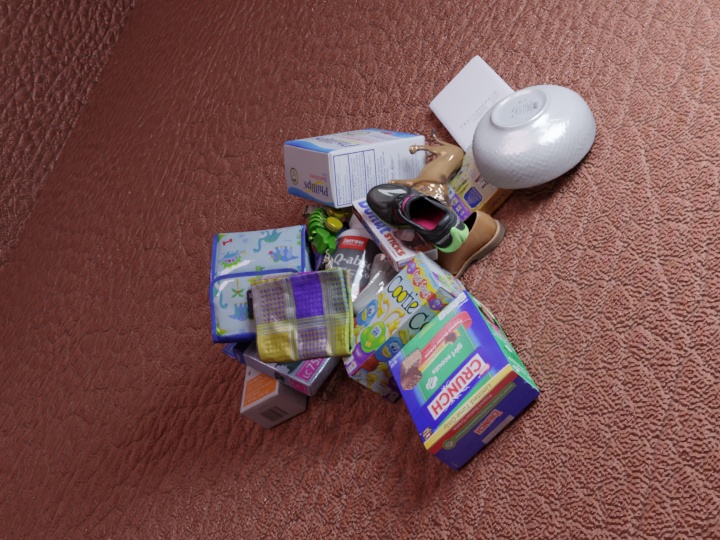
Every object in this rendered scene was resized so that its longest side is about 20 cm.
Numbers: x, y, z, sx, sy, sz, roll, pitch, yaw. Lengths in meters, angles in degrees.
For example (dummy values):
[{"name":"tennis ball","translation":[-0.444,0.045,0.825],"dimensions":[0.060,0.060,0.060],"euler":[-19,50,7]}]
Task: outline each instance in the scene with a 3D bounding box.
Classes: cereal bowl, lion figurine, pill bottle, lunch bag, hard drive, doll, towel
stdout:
[{"name":"cereal bowl","translation":[0.262,-0.224,1.577],"dimensions":[0.200,0.083,0.200],"euler":[-21,37,17]},{"name":"lion figurine","translation":[0.127,-0.162,1.700],"dimensions":[0.122,0.072,0.200],"euler":[8,61,38]},{"name":"pill bottle","translation":[0.000,0.000,1.729],"dimensions":[0.116,0.116,0.200],"euler":[-10,53,48]},{"name":"lunch bag","translation":[-0.167,0.031,1.729],"dimensions":[0.170,0.128,0.200],"euler":[-5,58,7]},{"name":"hard drive","translation":[0.206,-0.300,1.823],"dimensions":[0.132,0.025,0.200],"euler":[-45,33,13]},{"name":"doll","translation":[-0.062,-0.037,1.902],"dimensions":[0.200,0.048,0.136],"euler":[-54,10,-1]},{"name":"towel","translation":[-0.095,0.073,1.605],"dimensions":[0.200,0.023,0.144],"euler":[-7,85,37]}]

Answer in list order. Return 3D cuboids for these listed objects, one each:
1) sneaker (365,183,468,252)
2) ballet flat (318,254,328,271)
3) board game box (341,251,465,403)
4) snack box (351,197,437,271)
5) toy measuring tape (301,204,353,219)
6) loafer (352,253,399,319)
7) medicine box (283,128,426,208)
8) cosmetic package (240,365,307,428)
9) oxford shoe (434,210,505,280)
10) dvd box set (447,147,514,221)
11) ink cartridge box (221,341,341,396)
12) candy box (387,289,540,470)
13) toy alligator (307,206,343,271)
[{"name":"sneaker","translation":[0.085,-0.100,1.582],"dimensions":[0.200,0.084,0.077],"euler":[27,74,39]},{"name":"ballet flat","translation":[-0.050,0.016,1.826],"dimensions":[0.072,0.072,0.200],"euler":[5,55,54]},{"name":"board game box","translation":[0.072,0.089,1.566],"dimensions":[0.200,0.103,0.105],"euler":[-46,34,14]},{"name":"snack box","translation":[0.053,-0.067,1.647],"dimensions":[0.072,0.024,0.200],"euler":[-18,37,-13]},{"name":"toy measuring tape","translation":[-0.007,-0.098,1.845],"dimensions":[0.200,0.074,0.074],"euler":[-3,55,23]},{"name":"loafer","translation":[0.044,0.007,1.653],"dimensions":[0.200,0.070,0.070],"euler":[-43,-18,-27]},{"name":"medicine box","translation":[-0.010,-0.189,1.831],"dimensions":[0.182,0.200,0.103],"euler":[21,119,57]},{"name":"cosmetic package","translation":[-0.147,0.169,1.805],"dimensions":[0.101,0.071,0.200],"euler":[-31,39,33]},{"name":"oxford shoe","translation":[0.136,-0.023,1.620],"dimensions":[0.200,0.071,0.071],"euler":[-46,35,16]},{"name":"dvd box set","translation":[0.202,-0.151,1.686],"dimensions":[0.200,0.029,0.146],"euler":[-47,33,12]},{"name":"ink cartridge box","translation":[-0.133,0.128,1.740],"dimensions":[0.200,0.042,0.119],"euler":[21,56,27]},{"name":"candy box","translation":[0.142,0.153,1.441],"dimensions":[0.169,0.077,0.200],"euler":[-45,35,14]},{"name":"toy alligator","translation":[-0.067,-0.062,1.731],"dimensions":[0.059,0.054,0.200],"euler":[-60,12,29]}]
